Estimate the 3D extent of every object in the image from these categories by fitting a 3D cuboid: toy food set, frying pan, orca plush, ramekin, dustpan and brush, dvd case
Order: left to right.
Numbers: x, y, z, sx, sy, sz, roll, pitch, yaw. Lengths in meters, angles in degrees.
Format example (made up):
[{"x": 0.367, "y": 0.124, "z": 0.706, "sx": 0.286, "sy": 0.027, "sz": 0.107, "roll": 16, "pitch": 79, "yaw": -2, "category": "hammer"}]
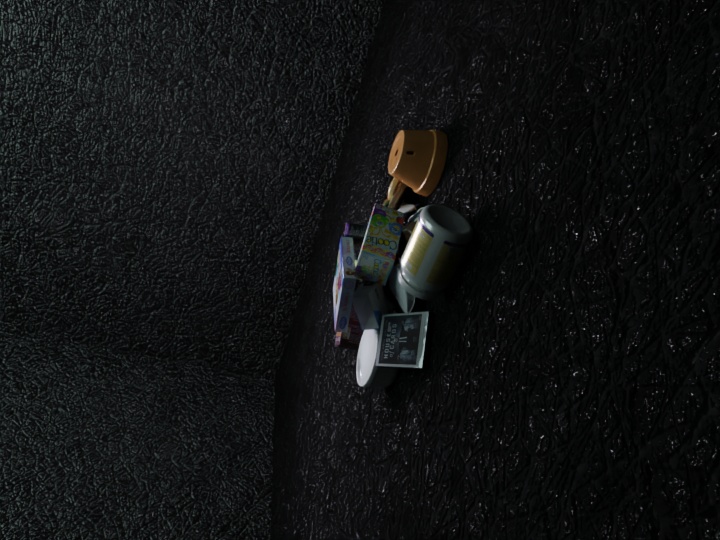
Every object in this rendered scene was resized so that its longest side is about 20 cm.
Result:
[{"x": 0.059, "y": 0.268, "z": 1.683, "sx": 0.202, "sy": 0.091, "sz": 0.210, "roll": -167, "pitch": 89, "yaw": -75, "category": "ramekin"}, {"x": 0.115, "y": -0.247, "z": 1.853, "sx": 0.202, "sy": 0.048, "sz": 0.200, "roll": -61, "pitch": -6, "yaw": 19, "category": "toy food set"}, {"x": 0.117, "y": 0.087, "z": 1.674, "sx": 0.030, "sy": 0.114, "sz": 0.196, "roll": -13, "pitch": 101, "yaw": 38, "category": "frying pan"}, {"x": 0.120, "y": 0.196, "z": 1.506, "sx": 0.197, "sy": 0.024, "sz": 0.156, "roll": -10, "pitch": 67, "yaw": 51, "category": "dvd case"}, {"x": 0.149, "y": -0.173, "z": 1.770, "sx": 0.200, "sy": 0.102, "sz": 0.073, "roll": -144, "pitch": 36, "yaw": -72, "category": "orca plush"}, {"x": 0.130, "y": 0.004, "z": 1.530, "sx": 0.141, "sy": 0.055, "sz": 0.205, "roll": -120, "pitch": 21, "yaw": -46, "category": "dustpan and brush"}]

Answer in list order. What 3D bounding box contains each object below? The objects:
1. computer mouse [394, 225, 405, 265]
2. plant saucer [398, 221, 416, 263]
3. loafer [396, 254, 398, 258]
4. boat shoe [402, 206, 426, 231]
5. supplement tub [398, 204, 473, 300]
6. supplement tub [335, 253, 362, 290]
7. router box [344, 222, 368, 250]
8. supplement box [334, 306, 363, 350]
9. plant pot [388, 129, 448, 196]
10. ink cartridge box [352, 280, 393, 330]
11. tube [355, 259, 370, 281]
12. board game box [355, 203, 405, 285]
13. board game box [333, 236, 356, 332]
[{"x": 0.128, "y": -0.088, "z": 1.749, "sx": 0.043, "sy": 0.109, "sz": 0.204, "roll": -29, "pitch": 35, "yaw": 34, "category": "computer mouse"}, {"x": 0.153, "y": -0.037, "z": 1.559, "sx": 0.200, "sy": 0.033, "sz": 0.208, "roll": 170, "pitch": 91, "yaw": -72, "category": "plant saucer"}, {"x": 0.074, "y": -0.034, "z": 1.766, "sx": 0.199, "sy": 0.066, "sz": 0.073, "roll": 17, "pitch": -94, "yaw": -64, "category": "loafer"}, {"x": 0.174, "y": -0.131, "z": 1.636, "sx": 0.061, "sy": 0.074, "sz": 0.199, "roll": -61, "pitch": 10, "yaw": -23, "category": "boat shoe"}, {"x": 0.184, "y": -0.044, "z": 1.359, "sx": 0.147, "sy": 0.141, "sz": 0.204, "roll": -97, "pitch": 25, "yaw": -54, "category": "supplement tub"}, {"x": 0.017, "y": 0.016, "z": 1.855, "sx": 0.122, "sy": 0.193, "sz": 0.127, "roll": -167, "pitch": 90, "yaw": -76, "category": "supplement tub"}, {"x": 0.037, "y": -0.106, "z": 1.839, "sx": 0.200, "sy": 0.144, "sz": 0.053, "roll": 45, "pitch": -125, "yaw": -74, "category": "router box"}, {"x": -0.023, "y": 0.193, "z": 2.039, "sx": 0.085, "sy": 0.107, "sz": 0.208, "roll": 159, "pitch": 123, "yaw": -73, "category": "supplement box"}, {"x": 0.172, "y": -0.353, "z": 1.688, "sx": 0.200, "sy": 0.135, "sz": 0.207, "roll": -166, "pitch": 90, "yaw": -76, "category": "plant pot"}, {"x": 0.051, "y": 0.081, "z": 1.678, "sx": 0.200, "sy": 0.066, "sz": 0.119, "roll": -48, "pitch": -55, "yaw": -55, "category": "ink cartridge box"}, {"x": 0.000, "y": 0.000, "z": 1.697, "sx": 0.198, "sy": 0.056, "sz": 0.054, "roll": 9, "pitch": 110, "yaw": 61, "category": "tube"}, {"x": 0.058, "y": -0.079, "z": 1.589, "sx": 0.106, "sy": 0.100, "sz": 0.204, "roll": 109, "pitch": 178, "yaw": -51, "category": "board game box"}, {"x": -0.050, "y": 0.041, "z": 1.622, "sx": 0.203, "sy": 0.040, "sz": 0.205, "roll": -97, "pitch": 14, "yaw": -54, "category": "board game box"}]
